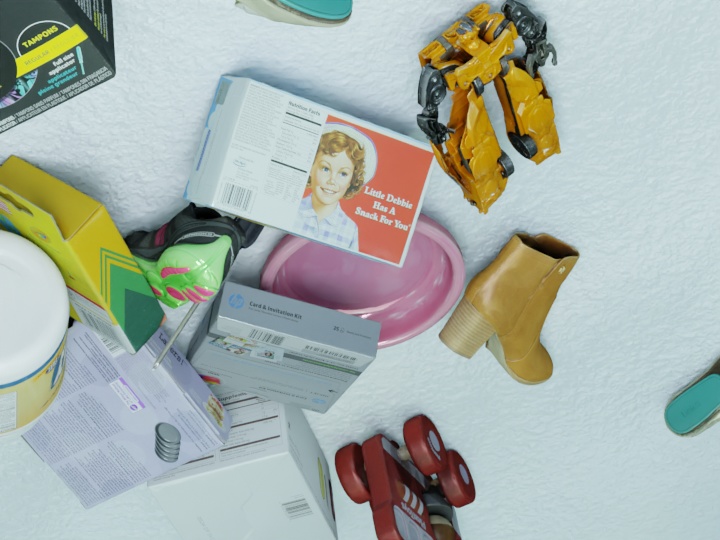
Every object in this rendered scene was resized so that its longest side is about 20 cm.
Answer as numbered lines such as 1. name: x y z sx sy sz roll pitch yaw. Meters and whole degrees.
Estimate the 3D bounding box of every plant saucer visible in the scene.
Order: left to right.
1. plant saucer: 0.000 0.000 1.710 0.200 0.051 0.201 -5 139 -5

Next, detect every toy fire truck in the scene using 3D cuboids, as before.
1. toy fire truck: 0.060 0.270 1.944 0.112 0.168 0.200 -24 138 16

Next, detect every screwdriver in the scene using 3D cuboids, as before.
1. screwdriver: -0.138 0.006 1.619 0.200 0.029 0.028 -54 140 -9

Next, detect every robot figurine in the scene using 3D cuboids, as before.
1. robot figurine: 0.109 -0.146 1.536 0.145 0.058 0.200 -39 140 -12

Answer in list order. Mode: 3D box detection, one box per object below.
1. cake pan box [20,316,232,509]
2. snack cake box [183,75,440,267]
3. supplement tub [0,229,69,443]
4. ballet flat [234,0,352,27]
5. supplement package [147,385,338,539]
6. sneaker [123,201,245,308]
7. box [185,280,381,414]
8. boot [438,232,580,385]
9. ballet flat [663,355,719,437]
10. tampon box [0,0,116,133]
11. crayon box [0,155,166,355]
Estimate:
1. cake pan box: -0.256 0.125 1.747 0.184 0.052 0.200 -29 113 21
2. snack cake box: -0.041 -0.086 1.548 0.199 0.067 0.115 18 89 -29
3. supplement tub: -0.336 0.065 1.585 0.144 0.145 0.200 0 155 -11
4. ballet flat: -0.098 -0.243 1.409 0.200 0.070 0.069 25 129 -32
5. supplement package: -0.125 0.220 1.892 0.155 0.111 0.200 -15 140 7
6. sneaker: -0.156 -0.016 1.591 0.084 0.200 0.077 -48 113 -18
7. box: -0.080 0.079 1.715 0.155 0.041 0.200 15 156 -9
8. boot: 0.177 0.037 1.781 0.144 0.071 0.201 -50 144 15
9. ballet flat: 0.416 0.116 1.936 0.200 0.068 0.062 -37 161 33
10. tampon box: -0.300 -0.220 1.335 0.149 0.127 0.200 -24 137 15
11. crayon box: -0.261 -0.023 1.574 0.051 0.127 0.200 -48 144 -20
